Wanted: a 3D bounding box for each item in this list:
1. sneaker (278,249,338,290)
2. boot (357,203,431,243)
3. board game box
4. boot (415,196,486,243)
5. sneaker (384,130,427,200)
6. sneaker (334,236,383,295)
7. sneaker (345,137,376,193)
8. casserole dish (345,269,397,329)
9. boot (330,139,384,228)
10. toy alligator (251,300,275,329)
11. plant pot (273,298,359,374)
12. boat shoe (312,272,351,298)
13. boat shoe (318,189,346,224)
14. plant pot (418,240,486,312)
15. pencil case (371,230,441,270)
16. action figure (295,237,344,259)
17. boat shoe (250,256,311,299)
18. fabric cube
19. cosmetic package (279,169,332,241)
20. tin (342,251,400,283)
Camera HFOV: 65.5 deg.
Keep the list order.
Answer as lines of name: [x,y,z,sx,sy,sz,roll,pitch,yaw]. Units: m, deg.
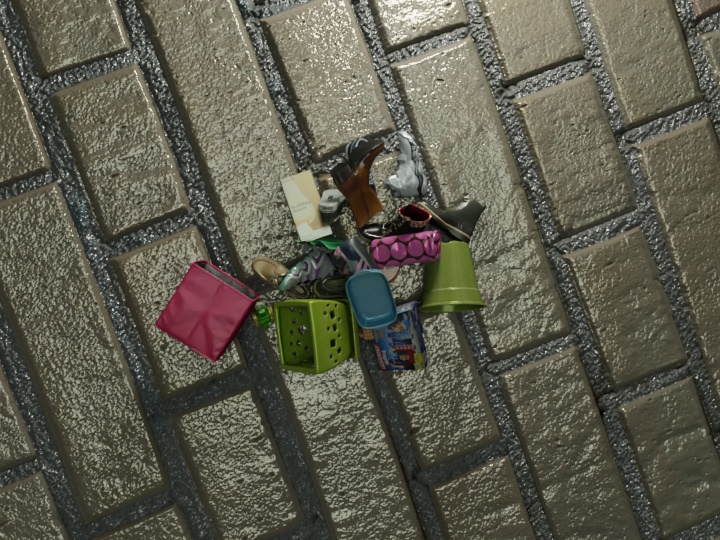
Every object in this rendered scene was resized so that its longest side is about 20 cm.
sneaker: [-0.134,0.029,1.624,0.140,0.078,0.200,49,54,-4]
boot: [0.101,-0.134,1.635,0.198,0.151,0.074,12,60,-8]
board game box: [0.087,0.197,1.666,0.198,0.062,0.202,-5,112,25]
boot: [0.274,-0.188,1.700,0.199,0.077,0.139,33,84,-18]
sneaker: [0.121,-0.309,1.676,0.114,0.075,0.202,-20,96,-7]
sneaker: [0.000,0.000,1.580,0.081,0.070,0.201,-26,112,14]
sneaker: [0.013,-0.291,1.646,0.070,0.108,0.202,-18,92,-21]
casserole dish: [0.031,0.076,1.559,0.120,0.039,0.201,-15,120,7]
boot: [0.027,-0.248,1.595,0.188,0.068,0.201,-46,129,-18]
toy alligator: [-0.284,0.113,1.605,0.059,0.200,0.055,-19,66,-11]
plant pot: [-0.115,0.174,1.594,0.180,0.198,0.202,-6,91,-40]
boat shoe: [-0.037,0.042,1.607,0.199,0.066,0.073,-6,84,-30]
boat shoe: [-0.081,-0.187,1.614,0.070,0.200,0.064,4,114,10]
plant pot: [0.266,0.018,1.653,0.198,0.200,0.192,0,80,-5]
pencil case: [0.134,-0.056,1.607,0.198,0.091,0.095,-10,70,20]
action figure: [-0.085,-0.066,1.619,0.117,0.199,0.055,15,101,33]
boat shoe: [-0.233,0.021,1.657,0.199,0.065,0.072,29,89,-5]
fabric cube: [-0.424,0.109,1.579,0.199,0.196,0.200,33,90,-6]
cosmetic package: [-0.160,-0.186,1.656,0.104,0.071,0.202,-21,93,-4]
tin: [0.027,0.013,1.694,0.199,0.042,0.112,-34,98,-4]
